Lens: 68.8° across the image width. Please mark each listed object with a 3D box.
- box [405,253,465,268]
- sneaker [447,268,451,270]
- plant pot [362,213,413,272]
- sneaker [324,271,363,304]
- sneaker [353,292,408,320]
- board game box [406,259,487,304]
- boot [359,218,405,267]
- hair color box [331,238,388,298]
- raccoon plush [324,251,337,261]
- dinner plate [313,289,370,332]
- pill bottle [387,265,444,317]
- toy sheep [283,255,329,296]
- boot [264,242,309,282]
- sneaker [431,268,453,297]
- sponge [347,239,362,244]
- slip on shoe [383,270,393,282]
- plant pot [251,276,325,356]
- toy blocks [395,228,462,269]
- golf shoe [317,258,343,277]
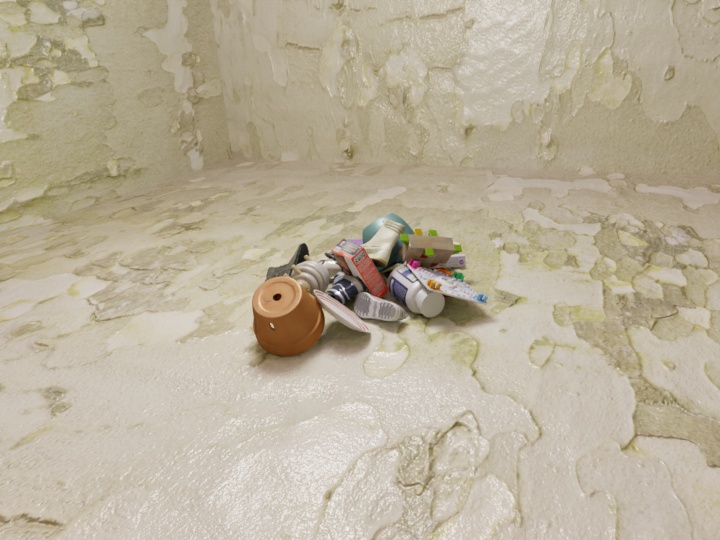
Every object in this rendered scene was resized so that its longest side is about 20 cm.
[{"bbox_3d":[0.253,-0.030,1.773,0.199,0.039,0.041,-3,12,5],"label":"box"},{"bbox_3d":[0.281,-0.033,1.886,0.199,0.078,0.086,-12,28,-20],"label":"sneaker"},{"bbox_3d":[0.099,-0.103,1.850,0.200,0.161,0.201,-28,-3,-2],"label":"plant pot"},{"bbox_3d":[-0.075,0.064,1.705,0.108,0.070,0.200,-37,16,-16],"label":"sneaker"},{"bbox_3d":[0.056,0.121,1.586,0.082,0.075,0.200,22,-2,-41],"label":"sneaker"},{"bbox_3d":[0.260,0.031,1.583,0.199,0.026,0.200,14,18,-20],"label":"board game box"},{"bbox_3d":[0.052,-0.094,1.727,0.200,0.072,0.155,11,68,56],"label":"boot"},{"bbox_3d":[0.000,0.000,1.679,0.064,0.200,0.111,-43,37,-17],"label":"hair color box"},{"bbox_3d":[-0.068,-0.023,1.896,0.133,0.097,0.200,-8,22,8],"label":"raccoon plush"},{"bbox_3d":[-0.056,0.122,1.495,0.200,0.024,0.200,36,2,-1],"label":"dinner plate"},{"bbox_3d":[0.172,0.066,1.617,0.111,0.112,0.200,-12,25,-20],"label":"pill bottle"},{"bbox_3d":[-0.164,0.028,1.699,0.137,0.138,0.200,7,27,23],"label":"toy sheep"},{"bbox_3d":[-0.259,-0.012,1.805,0.130,0.068,0.201,-2,52,23],"label":"boot"},{"bbox_3d":[0.282,0.028,1.744,0.077,0.073,0.200,-1,24,-5],"label":"sneaker"},{"bbox_3d":[-0.024,-0.082,2.097,0.111,0.030,0.200,1,23,8],"label":"sponge"},{"bbox_3d":[0.160,0.023,1.784,0.076,0.061,0.200,-21,29,-36],"label":"slip on shoe"},{"bbox_3d":[-0.206,0.111,1.422,0.199,0.140,0.201,-5,51,6],"label":"plant pot"},{"bbox_3d":[0.205,-0.051,1.689,0.199,0.137,0.100,3,56,-15],"label":"toy blocks"},{"bbox_3d":[-0.156,0.018,1.837,0.199,0.077,0.088,-9,40,9],"label":"golf shoe"}]
